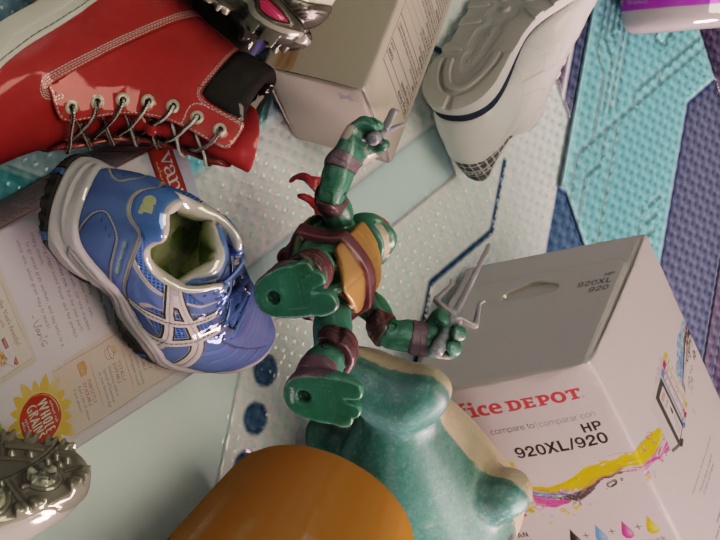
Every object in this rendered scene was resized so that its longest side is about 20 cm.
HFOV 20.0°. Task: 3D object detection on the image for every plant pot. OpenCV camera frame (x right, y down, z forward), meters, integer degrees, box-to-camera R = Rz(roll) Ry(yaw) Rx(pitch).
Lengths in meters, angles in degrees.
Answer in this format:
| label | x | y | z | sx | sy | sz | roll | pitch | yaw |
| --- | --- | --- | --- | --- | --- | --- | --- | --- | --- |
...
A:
| label | x | y | z | sx | sy | sz | roll | pitch | yaw |
| --- | --- | --- | --- | --- | --- | --- | --- | --- | --- |
| plant pot | -0.054 | 0.209 | 1.193 | 0.201 | 0.199 | 0.184 | 58 | 39 | -28 |

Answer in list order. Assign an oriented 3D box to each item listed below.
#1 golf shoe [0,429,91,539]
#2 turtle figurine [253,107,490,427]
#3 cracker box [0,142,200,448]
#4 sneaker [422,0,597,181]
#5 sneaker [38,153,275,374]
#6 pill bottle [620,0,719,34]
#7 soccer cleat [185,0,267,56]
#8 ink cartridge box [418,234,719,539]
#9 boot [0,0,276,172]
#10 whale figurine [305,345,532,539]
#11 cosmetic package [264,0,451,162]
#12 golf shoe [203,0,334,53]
| label | x | y | z | sx | sy | sz | roll | pitch | yaw |
| --- | --- | --- | --- | --- | --- | --- | --- | --- | --- |
| golf shoe | -0.230 | 0.152 | 1.062 | 0.198 | 0.078 | 0.098 | -20 | 125 | -12 |
| turtle figurine | 0.000 | 0.000 | 1.201 | 0.150 | 0.100 | 0.200 | 57 | 30 | -13 |
| cracker box | -0.167 | 0.021 | 1.155 | 0.199 | 0.057 | 0.135 | -32 | 114 | -39 |
| sneaker | 0.114 | -0.154 | 1.434 | 0.200 | 0.076 | 0.081 | -50 | 134 | -27 |
| sneaker | -0.096 | 0.008 | 1.121 | 0.200 | 0.076 | 0.076 | 42 | 62 | -54 |
| pill bottle | 0.240 | -0.281 | 1.525 | 0.104 | 0.104 | 0.202 | -9 | 97 | -44 |
| soccer cleat | -0.099 | -0.223 | 1.232 | 0.084 | 0.064 | 0.202 | -44 | 120 | -70 |
| ink cartridge box | 0.148 | 0.105 | 1.387 | 0.201 | 0.146 | 0.145 | 61 | 35 | -25 |
| boot | -0.138 | -0.082 | 1.124 | 0.144 | 0.073 | 0.200 | 39 | 54 | 9 |
| whale figurine | 0.028 | 0.132 | 1.278 | 0.104 | 0.158 | 0.201 | -59 | 153 | -29 |
| cosmetic package | 0.012 | -0.184 | 1.297 | 0.105 | 0.070 | 0.201 | 67 | 41 | -63 |
| golf shoe | -0.094 | -0.209 | 1.160 | 0.199 | 0.077 | 0.088 | 35 | 95 | -2 |
